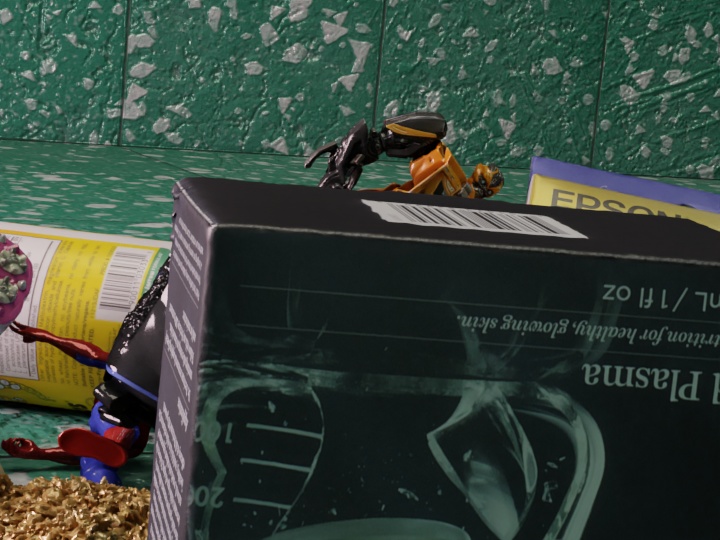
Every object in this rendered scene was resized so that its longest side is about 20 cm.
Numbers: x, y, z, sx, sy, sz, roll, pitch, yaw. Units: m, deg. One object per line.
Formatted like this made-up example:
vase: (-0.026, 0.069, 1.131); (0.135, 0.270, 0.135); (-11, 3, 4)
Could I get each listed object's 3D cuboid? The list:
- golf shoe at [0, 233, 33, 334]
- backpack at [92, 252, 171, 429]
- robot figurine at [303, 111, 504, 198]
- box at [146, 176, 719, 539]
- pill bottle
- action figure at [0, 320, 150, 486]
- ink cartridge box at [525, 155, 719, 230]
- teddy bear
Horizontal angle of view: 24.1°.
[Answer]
golf shoe: (-0.239, 0.060, 0.897); (0.075, 0.092, 0.200); (35, 39, -9)
backpack: (-0.027, 0.050, 0.873); (0.182, 0.135, 0.200); (30, 0, 0)
robot figurine: (0.000, 0.000, 0.986); (0.200, 0.145, 0.058); (-33, 23, 6)
box: (0.031, 0.079, 0.572); (0.199, 0.198, 0.124); (4, 9, -12)
pill bottle: (-0.196, 0.029, 1.061); (0.199, 0.113, 0.113); (7, 8, 9)
action figure: (-0.159, 0.079, 0.896); (0.098, 0.066, 0.200); (14, 8, -1)
ink cartridge box: (0.183, 0.008, 0.934); (0.197, 0.047, 0.201); (12, 48, 2)
teddy bear: (-0.111, 0.112, 0.710); (0.199, 0.067, 0.145); (9, 7, 20)
